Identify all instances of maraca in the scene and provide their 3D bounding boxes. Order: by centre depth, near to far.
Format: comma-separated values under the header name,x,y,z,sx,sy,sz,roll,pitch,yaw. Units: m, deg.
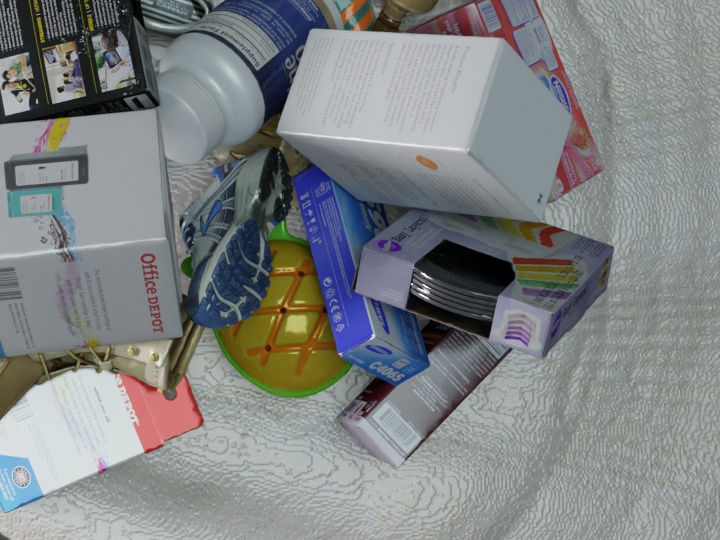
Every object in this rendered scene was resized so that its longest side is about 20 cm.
name,x,y,z,sx,sy,sz,roll,pitch,yaw
maraca,-0.082,0.025,1.598,0.137,0.107,0.200,-34,84,-7

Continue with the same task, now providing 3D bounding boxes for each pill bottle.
name,x,y,z,sx,sy,sz,roll,pitch,yaw
pill bottle,-0.112,-0.184,1.554,0.111,0.111,0.200,49,54,-6

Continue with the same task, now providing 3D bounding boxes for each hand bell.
name,x,y,z,sx,sy,sz,roll,pitch,yaw
hand bell,0.025,-0.226,1.570,0.104,0.104,0.200,28,120,-9

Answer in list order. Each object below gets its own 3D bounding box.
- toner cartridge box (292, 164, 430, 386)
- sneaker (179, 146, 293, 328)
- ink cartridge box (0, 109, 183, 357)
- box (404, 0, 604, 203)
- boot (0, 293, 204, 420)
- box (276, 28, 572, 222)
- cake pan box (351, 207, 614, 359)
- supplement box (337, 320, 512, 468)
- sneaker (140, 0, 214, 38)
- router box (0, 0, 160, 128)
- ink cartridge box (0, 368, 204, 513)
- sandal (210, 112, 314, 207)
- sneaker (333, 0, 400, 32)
name,x,y,z,sx,sy,sz,roll,pitch,yaw
toner cartridge box,0.000,0.000,1.569,0.043,0.095,0.200,-31,56,23
sneaker,-0.125,-0.025,1.541,0.077,0.085,0.200,62,34,-39
ink cartridge box,-0.258,-0.029,1.445,0.199,0.147,0.146,-6,54,-4
box,0.138,-0.161,1.624,0.103,0.095,0.200,-31,100,-47
boot,-0.240,0.077,1.504,0.155,0.073,0.200,25,58,18
box,0.057,-0.128,1.487,0.200,0.152,0.107,8,73,33
cake pan box,0.112,0.000,1.523,0.184,0.200,0.052,18,115,20
supplement box,0.074,0.093,1.622,0.200,0.109,0.061,-45,97,-9
sneaker,-0.230,-0.268,1.590,0.199,0.071,0.073,12,87,-10
router box,-0.266,-0.224,1.470,0.149,0.051,0.201,-13,78,4
ink cartridge box,-0.258,0.131,1.579,0.200,0.067,0.116,-22,92,-10
sandal,-0.090,-0.118,1.615,0.211,0.070,0.078,25,84,-9
sneaker,-0.005,-0.234,1.640,0.080,0.071,0.201,-10,97,9
